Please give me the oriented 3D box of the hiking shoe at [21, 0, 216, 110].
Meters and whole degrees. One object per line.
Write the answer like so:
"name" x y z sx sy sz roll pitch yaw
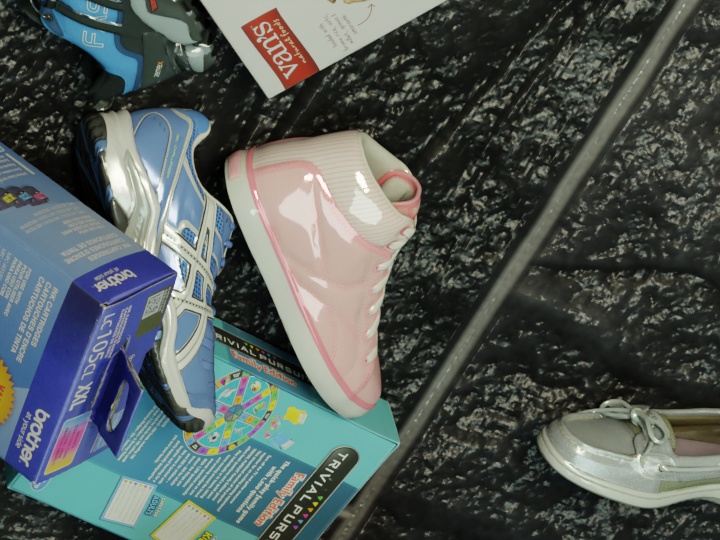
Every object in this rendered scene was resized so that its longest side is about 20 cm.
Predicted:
"hiking shoe" -0.156 -0.171 1.626 0.087 0.074 0.200 -27 126 8

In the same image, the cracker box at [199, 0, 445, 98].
"cracker box" -0.003 -0.202 1.643 0.200 0.058 0.134 -28 125 11

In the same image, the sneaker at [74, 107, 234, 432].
"sneaker" -0.107 -0.001 1.728 0.077 0.076 0.200 -16 105 -19

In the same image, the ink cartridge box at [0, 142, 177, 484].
"ink cartridge box" -0.193 0.026 1.688 0.200 0.076 0.137 35 122 19

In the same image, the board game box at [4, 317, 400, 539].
"board game box" -0.101 0.109 1.854 0.200 0.047 0.151 27 116 -27

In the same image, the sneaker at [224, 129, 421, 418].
"sneaker" 0.000 0.000 1.776 0.105 0.075 0.200 -18 122 9

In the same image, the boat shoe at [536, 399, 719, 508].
"boat shoe" 0.210 0.112 1.902 0.202 0.074 0.065 8 117 -21
